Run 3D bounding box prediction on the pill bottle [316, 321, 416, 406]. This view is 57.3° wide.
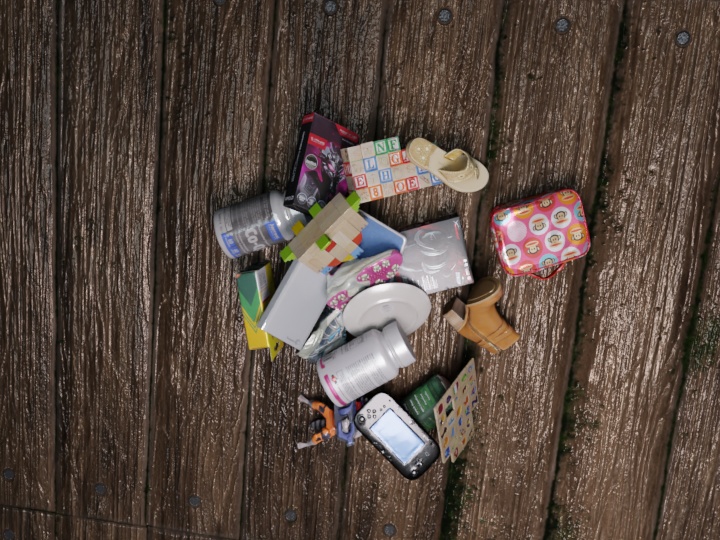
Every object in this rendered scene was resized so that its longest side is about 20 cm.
[{"bbox_3d":[0.014,0.199,1.423,0.198,0.113,0.115,-29,96,8],"label":"pill bottle"}]

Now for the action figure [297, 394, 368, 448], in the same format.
[{"bbox_3d":[-0.047,0.317,1.514,0.190,0.105,0.203,-7,56,18],"label":"action figure"}]

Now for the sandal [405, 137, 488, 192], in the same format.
[{"bbox_3d":[0.195,-0.217,1.364,0.209,0.069,0.079,19,87,-23],"label":"sandal"}]

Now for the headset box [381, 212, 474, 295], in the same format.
[{"bbox_3d":[0.136,-0.026,1.443,0.196,0.077,0.152,-13,98,6],"label":"headset box"}]

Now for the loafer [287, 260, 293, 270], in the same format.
[{"bbox_3d":[-0.126,0.008,1.493,0.071,0.062,0.204,18,99,34],"label":"loafer"}]

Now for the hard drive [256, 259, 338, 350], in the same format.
[{"bbox_3d":[-0.128,0.060,1.438,0.131,0.026,0.202,36,81,-44],"label":"hard drive"}]

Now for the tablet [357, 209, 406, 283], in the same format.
[{"bbox_3d":[0.004,-0.062,1.430,0.198,0.014,0.132,32,121,23],"label":"tablet"}]

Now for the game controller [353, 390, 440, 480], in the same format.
[{"bbox_3d":[0.079,0.355,1.423,0.104,0.042,0.200,-44,94,11],"label":"game controller"}]

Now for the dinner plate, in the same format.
[{"bbox_3d":[0.059,0.101,1.437,0.196,0.025,0.202,-6,137,-6],"label":"dinner plate"}]

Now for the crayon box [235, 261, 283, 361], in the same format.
[{"bbox_3d":[-0.222,0.091,1.474,0.050,0.127,0.204,-8,98,7],"label":"crayon box"}]

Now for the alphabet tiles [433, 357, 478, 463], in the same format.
[{"bbox_3d":[0.217,0.320,1.452,0.007,0.167,0.203,15,132,35],"label":"alphabet tiles"}]

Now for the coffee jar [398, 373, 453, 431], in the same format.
[{"bbox_3d":[0.127,0.325,1.488,0.199,0.104,0.086,-38,58,10],"label":"coffee jar"}]

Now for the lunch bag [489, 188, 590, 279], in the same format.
[{"bbox_3d":[0.385,-0.070,1.407,0.196,0.082,0.180,-15,98,8],"label":"lunch bag"}]

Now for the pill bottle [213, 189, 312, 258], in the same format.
[{"bbox_3d":[-0.211,-0.108,1.446,0.196,0.114,0.116,-18,98,9],"label":"pill bottle"}]

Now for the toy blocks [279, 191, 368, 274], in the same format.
[{"bbox_3d":[-0.050,-0.063,1.363,0.200,0.136,0.100,-44,52,8],"label":"toy blocks"}]

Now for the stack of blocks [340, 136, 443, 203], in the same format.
[{"bbox_3d":[0.067,-0.220,1.390,0.196,0.058,0.118,-15,100,-15],"label":"stack of blocks"}]

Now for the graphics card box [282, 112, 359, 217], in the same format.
[{"bbox_3d":[-0.082,-0.213,1.387,0.124,0.050,0.204,19,80,-36],"label":"graphics card box"}]

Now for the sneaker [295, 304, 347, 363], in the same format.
[{"bbox_3d":[-0.060,0.128,1.502,0.086,0.078,0.201,35,104,-19],"label":"sneaker"}]

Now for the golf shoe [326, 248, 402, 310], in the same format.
[{"bbox_3d":[0.000,0.000,1.400,0.198,0.093,0.075,-33,140,21],"label":"golf shoe"}]

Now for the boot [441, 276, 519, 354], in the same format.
[{"bbox_3d":[0.282,0.105,1.411,0.154,0.077,0.200,38,140,-7],"label":"boot"}]
